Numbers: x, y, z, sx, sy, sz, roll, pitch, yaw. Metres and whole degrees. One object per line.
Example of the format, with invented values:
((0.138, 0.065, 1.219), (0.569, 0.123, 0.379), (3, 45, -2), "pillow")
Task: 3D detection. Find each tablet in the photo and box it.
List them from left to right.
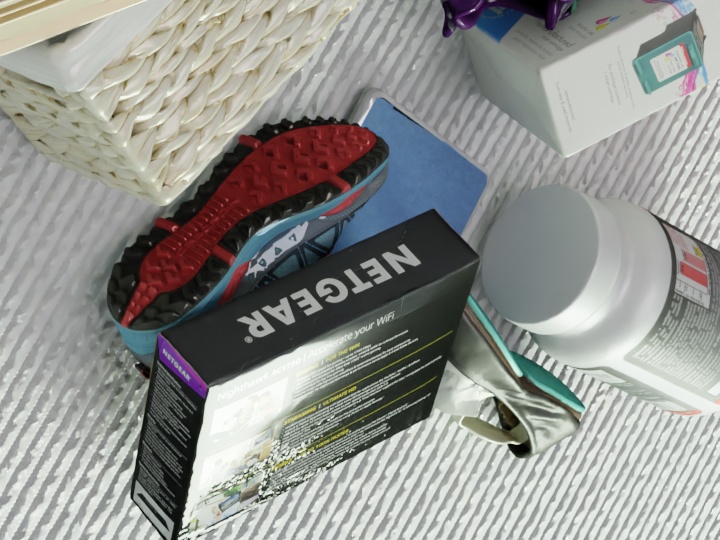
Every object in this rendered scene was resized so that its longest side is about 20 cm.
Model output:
((0.000, 0.000, 1.377), (0.130, 0.014, 0.200), (33, 82, -44), "tablet")

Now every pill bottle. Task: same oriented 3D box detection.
((0.178, 0.019, 1.476), (0.200, 0.116, 0.116), (25, 87, -45), "pill bottle")

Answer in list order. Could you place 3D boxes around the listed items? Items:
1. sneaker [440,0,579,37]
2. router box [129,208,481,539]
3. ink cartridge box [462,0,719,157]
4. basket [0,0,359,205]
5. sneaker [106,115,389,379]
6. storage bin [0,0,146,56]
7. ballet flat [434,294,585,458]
((0.138, -0.186, 1.334), (0.200, 0.074, 0.088), (-8, 74, -2), "sneaker")
((-0.032, 0.062, 1.284), (0.200, 0.051, 0.149), (-25, 148, -33), "router box")
((0.177, -0.158, 1.375), (0.200, 0.116, 0.067), (-28, 123, -12), "ink cartridge box")
((-0.101, -0.147, 1.148), (0.200, 0.135, 0.123), (-49, 133, -18), "basket")
((-0.063, -0.011, 1.288), (0.200, 0.079, 0.096), (-38, 144, -22), "sneaker")
((-0.174, -0.207, 1.001), (0.198, 0.094, 0.200), (-24, 85, -19), "storage bin")
((0.081, 0.071, 1.438), (0.068, 0.068, 0.200), (-43, 135, 4), "ballet flat")
